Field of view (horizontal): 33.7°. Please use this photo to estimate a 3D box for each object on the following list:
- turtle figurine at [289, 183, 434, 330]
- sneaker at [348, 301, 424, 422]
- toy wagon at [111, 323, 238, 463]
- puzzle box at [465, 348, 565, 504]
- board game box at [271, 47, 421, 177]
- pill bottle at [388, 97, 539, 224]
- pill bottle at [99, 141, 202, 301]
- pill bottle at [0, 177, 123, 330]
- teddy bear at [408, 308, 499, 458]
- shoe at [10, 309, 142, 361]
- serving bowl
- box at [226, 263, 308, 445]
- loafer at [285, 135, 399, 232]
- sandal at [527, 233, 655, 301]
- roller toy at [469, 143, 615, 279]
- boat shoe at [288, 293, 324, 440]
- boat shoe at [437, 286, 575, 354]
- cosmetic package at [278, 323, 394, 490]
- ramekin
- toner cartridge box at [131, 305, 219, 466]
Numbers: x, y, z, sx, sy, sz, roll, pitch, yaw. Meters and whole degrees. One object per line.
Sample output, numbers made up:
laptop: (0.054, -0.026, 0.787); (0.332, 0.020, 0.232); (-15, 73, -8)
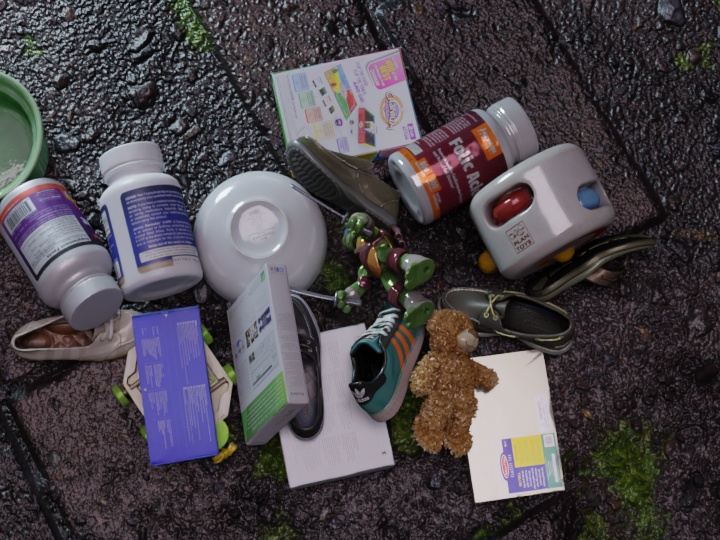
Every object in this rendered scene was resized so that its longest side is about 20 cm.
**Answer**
turtle figurine: (0.000, 0.000, 1.602); (0.193, 0.198, 0.146); (33, 103, 43)
sneaker: (0.033, 0.101, 1.616); (0.071, 0.080, 0.202); (-16, 42, 33)
toy wagon: (-0.242, 0.178, 1.646); (0.154, 0.040, 0.201); (-35, 87, -9)
puzzle box: (0.207, 0.218, 1.669); (0.131, 0.025, 0.204); (-6, 78, -5)
board game box: (-0.021, -0.233, 1.752); (0.197, 0.040, 0.156); (-12, 78, -5)
pill bottle: (0.149, -0.160, 1.706); (0.198, 0.114, 0.115); (-29, 80, -8)
pill bottle: (-0.300, -0.070, 1.661); (0.118, 0.120, 0.203); (-15, 79, -6)
pill bottle: (-0.409, -0.020, 1.627); (0.111, 0.112, 0.201); (-34, 67, -9)
teddy bear: (0.126, 0.154, 1.614); (0.144, 0.067, 0.203); (29, 73, -22)
shoe: (-0.388, 0.092, 1.653); (0.196, 0.053, 0.071); (-8, 79, -7)
serving bowl: (-0.144, -0.051, 1.693); (0.196, 0.066, 0.204); (1, 76, -2)
box: (-0.127, 0.113, 1.591); (0.036, 0.144, 0.203); (5, 60, -28)
loafer: (-0.022, -0.132, 1.701); (0.199, 0.075, 0.070); (38, 63, -21)
sandal: (0.333, 0.000, 1.709); (0.199, 0.080, 0.058); (-28, 104, -5)
roller toy: (0.254, -0.074, 1.657); (0.198, 0.183, 0.141); (-26, 80, -9)
boat shoe: (-0.085, 0.126, 1.604); (0.069, 0.066, 0.204); (-4, 76, -4)
boat shoe: (0.206, 0.061, 1.675); (0.199, 0.061, 0.073); (16, 66, 10)
cosmetic package: (-0.045, 0.189, 1.650); (0.148, 0.052, 0.203); (-11, 77, -4)
ramekin: (-0.539, -0.175, 1.684); (0.196, 0.098, 0.204); (1, 77, -3)
toner cartridge box: (-0.250, 0.156, 1.607); (0.093, 0.043, 0.204); (-7, 83, -8)
